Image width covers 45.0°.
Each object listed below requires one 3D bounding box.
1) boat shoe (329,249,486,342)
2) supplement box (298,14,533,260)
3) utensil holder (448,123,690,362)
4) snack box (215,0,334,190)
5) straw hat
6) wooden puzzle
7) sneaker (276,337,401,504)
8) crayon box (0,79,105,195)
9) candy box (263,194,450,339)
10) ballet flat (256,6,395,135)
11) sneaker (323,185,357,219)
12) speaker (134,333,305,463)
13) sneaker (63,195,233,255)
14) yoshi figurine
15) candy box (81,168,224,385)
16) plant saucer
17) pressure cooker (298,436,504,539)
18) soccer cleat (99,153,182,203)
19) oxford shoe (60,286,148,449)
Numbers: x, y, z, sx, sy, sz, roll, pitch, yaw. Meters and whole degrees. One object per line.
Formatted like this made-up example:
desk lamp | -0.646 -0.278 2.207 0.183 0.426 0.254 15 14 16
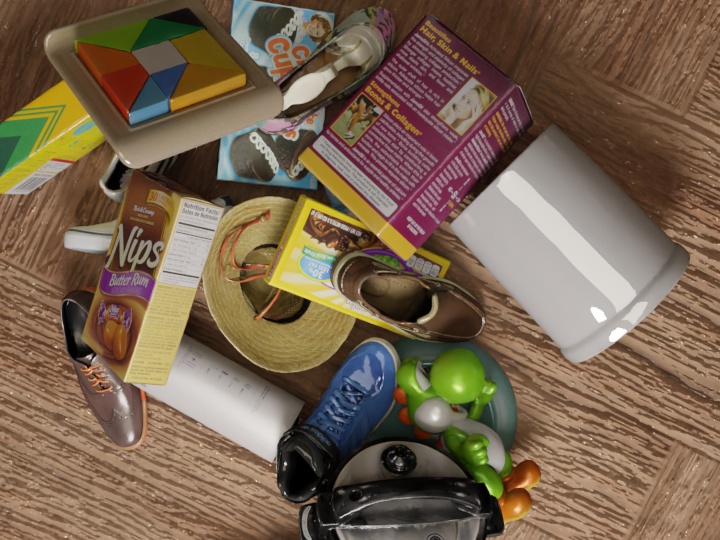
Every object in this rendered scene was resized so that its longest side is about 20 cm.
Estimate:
boat shoe | 0.063 0.041 0.950 0.201 0.075 0.075 18 97 -27
supplement box | 0.057 -0.133 0.889 0.200 0.103 0.131 -46 66 4
utensil holder | 0.217 -0.030 0.930 0.170 0.170 0.200 -45 88 5
snack box | -0.097 -0.197 0.987 0.115 0.037 0.201 5 94 -13
straw hat | -0.104 0.016 0.985 0.200 0.085 0.202 4 83 -34
wooden puzzle | -0.203 -0.209 0.895 0.184 0.037 0.200 -26 62 -25
sneaker | -0.027 0.170 0.957 0.077 0.111 0.201 35 106 14
crayon box | -0.332 -0.160 0.972 0.199 0.127 0.051 -33 92 4
candy box | 0.000 0.000 0.968 0.199 0.026 0.103 22 98 -28
ballet flat | -0.031 -0.217 0.945 0.200 0.071 0.069 -39 105 -9
sneaker | 0.040 -0.136 0.978 0.200 0.078 0.090 -35 88 5
speaker | -0.165 0.140 1.004 0.199 0.081 0.082 29 95 1
sneaker | -0.241 -0.054 1.008 0.199 0.073 0.071 -2 85 -6
yoshi figurine | 0.125 0.166 0.944 0.112 0.112 0.200 -40 93 -20
candy box | -0.223 0.005 0.917 0.116 0.056 0.201 28 100 46
plant saucer | 0.085 0.175 1.015 0.199 0.036 0.201 0 94 3
pressure cooker | 0.036 0.271 0.890 0.178 0.201 0.176 35 51 23
soccer cleat | -0.223 -0.158 0.986 0.069 0.085 0.200 41 95 0
oxford shoe | -0.307 0.120 1.015 0.071 0.073 0.201 -21 92 4
